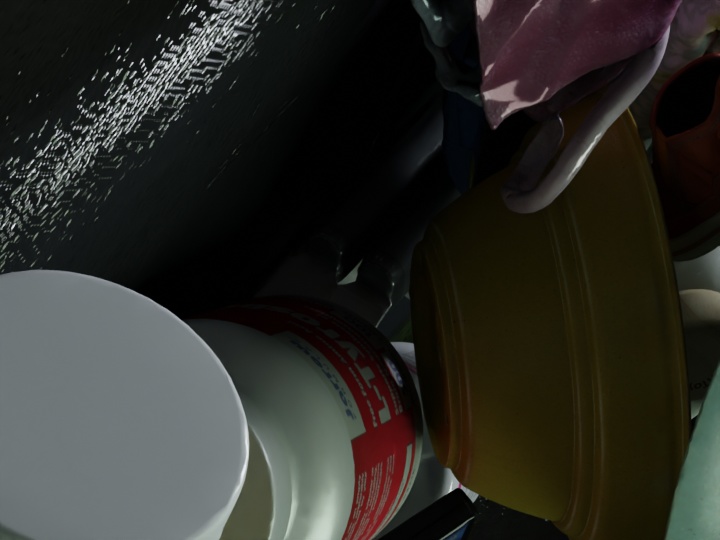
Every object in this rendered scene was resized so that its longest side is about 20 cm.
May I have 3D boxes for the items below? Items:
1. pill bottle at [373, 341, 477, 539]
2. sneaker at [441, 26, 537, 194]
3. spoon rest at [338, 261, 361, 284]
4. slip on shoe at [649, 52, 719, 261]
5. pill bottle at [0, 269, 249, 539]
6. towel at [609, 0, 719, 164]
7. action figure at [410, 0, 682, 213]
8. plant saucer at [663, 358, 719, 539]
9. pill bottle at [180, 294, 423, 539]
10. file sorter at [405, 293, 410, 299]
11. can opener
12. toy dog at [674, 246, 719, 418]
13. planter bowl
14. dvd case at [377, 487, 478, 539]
[{"bbox_3d":[0.014,0.098,1.430,0.114,0.113,0.200,-53,172,8],"label":"pill bottle"},{"bbox_3d":[0.067,-0.106,1.070,0.066,0.079,0.200,-10,144,-17],"label":"sneaker"},{"bbox_3d":[-0.028,0.075,1.225,0.061,0.099,0.201,-87,-162,-71],"label":"spoon rest"},{"bbox_3d":[0.137,-0.051,0.957,0.074,0.061,0.200,-48,-179,-12],"label":"slip on shoe"},{"bbox_3d":[-0.108,0.098,0.734,0.114,0.114,0.200,-44,169,-44],"label":"pill bottle"},{"bbox_3d":[0.135,-0.130,1.078,0.200,0.048,0.172,110,-13,-66],"label":"towel"},{"bbox_3d":[0.114,-0.119,0.895,0.199,0.149,0.134,-25,-167,1],"label":"action figure"},{"bbox_3d":[0.172,0.052,0.981,0.201,0.039,0.202,-52,154,-39],"label":"plant saucer"},{"bbox_3d":[-0.048,0.070,0.961,0.112,0.112,0.200,-54,172,10],"label":"pill bottle"},{"bbox_3d":[0.112,-0.051,1.296,0.139,0.124,0.200,-58,170,32],"label":"file sorter"},{"bbox_3d":[0.000,0.000,1.138,0.200,0.053,0.067,-50,161,-33],"label":"can opener"},{"bbox_3d":[0.149,0.046,1.111,0.096,0.132,0.200,-6,157,-6],"label":"toy dog"},{"bbox_3d":[0.066,0.028,1.019,0.083,0.201,0.200,-6,163,-6],"label":"planter bowl"},{"bbox_3d":[-0.019,0.163,1.120,0.142,0.018,0.200,-33,166,-14],"label":"dvd case"}]
